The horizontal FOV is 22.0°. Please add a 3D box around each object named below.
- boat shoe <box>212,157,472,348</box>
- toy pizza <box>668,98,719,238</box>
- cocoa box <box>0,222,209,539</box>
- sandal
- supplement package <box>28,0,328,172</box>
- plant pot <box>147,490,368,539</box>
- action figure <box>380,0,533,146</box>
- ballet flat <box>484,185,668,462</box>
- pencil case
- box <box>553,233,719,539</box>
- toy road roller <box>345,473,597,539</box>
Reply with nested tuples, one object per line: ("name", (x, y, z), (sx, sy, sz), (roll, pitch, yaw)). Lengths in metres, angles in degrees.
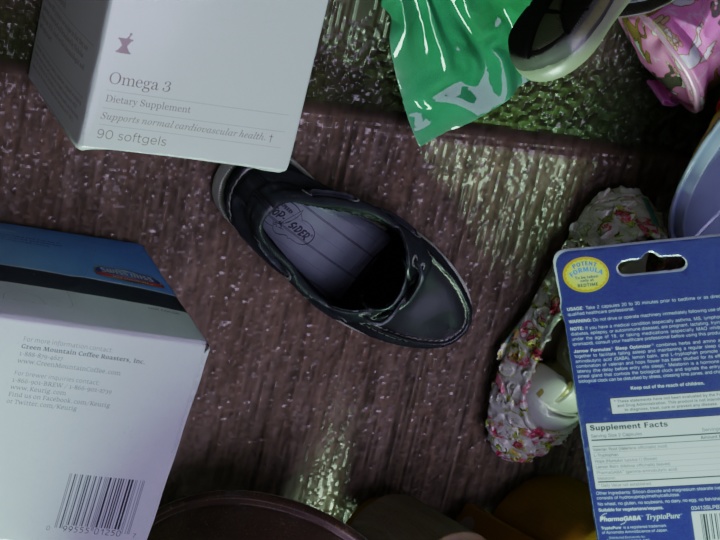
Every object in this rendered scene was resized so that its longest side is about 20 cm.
("boat shoe", (0.001, -0.002, 1.086), (0.075, 0.066, 0.199), (-47, 123, 3))
("toy pizza", (0.259, -0.092, 1.140), (0.200, 0.032, 0.201), (-32, 152, -20))
("cocoa box", (-0.204, 0.054, 0.983), (0.199, 0.131, 0.134), (9, 110, -27))
("sandal", (0.150, -0.162, 1.038), (0.057, 0.080, 0.201), (50, 59, -19))
("supplement package", (-0.084, -0.167, 0.940), (0.116, 0.117, 0.201), (5, 111, -25))
("plant pot", (-0.080, 0.263, 1.053), (0.199, 0.199, 0.201), (8, 122, 12))
("action figure", (0.040, -0.177, 1.027), (0.118, 0.055, 0.200), (-33, 126, -4))
("ballet flat", (0.136, 0.043, 1.169), (0.075, 0.064, 0.201), (13, 109, -25))
("pencil case", (0.245, -0.182, 1.100), (0.200, 0.083, 0.087), (-39, 109, -3))
("box", (0.189, 0.076, 1.111), (0.120, 0.032, 0.201), (-5, 104, 21))
("toy road roller", (0.099, 0.187, 1.194), (0.200, 0.123, 0.146), (40, 79, -33))
